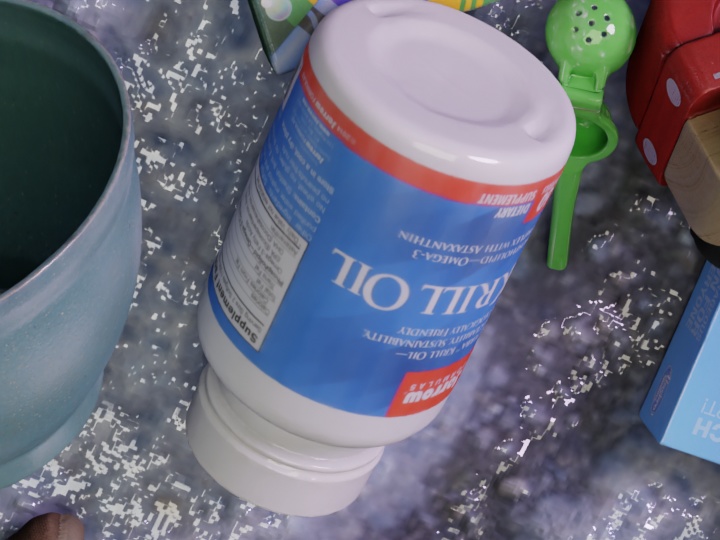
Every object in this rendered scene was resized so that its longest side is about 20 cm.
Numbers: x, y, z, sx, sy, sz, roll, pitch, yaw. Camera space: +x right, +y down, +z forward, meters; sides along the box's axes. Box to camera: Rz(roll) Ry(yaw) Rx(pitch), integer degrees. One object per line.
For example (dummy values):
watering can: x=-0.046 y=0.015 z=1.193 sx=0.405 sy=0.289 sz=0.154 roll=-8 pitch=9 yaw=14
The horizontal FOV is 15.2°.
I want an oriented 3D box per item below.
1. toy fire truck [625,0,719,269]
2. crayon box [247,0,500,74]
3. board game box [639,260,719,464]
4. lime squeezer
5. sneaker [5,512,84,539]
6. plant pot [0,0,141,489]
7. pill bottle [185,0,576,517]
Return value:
toy fire truck: x=0.183 y=-0.128 z=1.093 sx=0.176 sy=0.129 sz=0.200 roll=-19 pitch=67 yaw=-15
crayon box: x=-0.007 y=-0.194 z=1.078 sx=0.125 sy=0.052 sz=0.201 roll=-19 pitch=107 yaw=-2
board game box: x=0.243 y=0.033 z=1.184 sx=0.199 sy=0.040 sz=0.153 roll=18 pitch=103 yaw=-12
lime squeezer: x=0.088 y=-0.080 z=1.100 sx=0.038 sy=0.071 sz=0.201 roll=3 pitch=114 yaw=-9
sneaker: x=-0.189 y=0.182 z=1.155 sx=0.075 sy=0.070 sz=0.200 roll=28 pitch=100 yaw=-13
plant pot: x=-0.172 y=0.006 z=1.057 sx=0.200 sy=0.201 sz=0.134 roll=-17 pitch=134 yaw=-2
pill bottle: x=0.000 y=0.000 z=1.088 sx=0.112 sy=0.112 sz=0.200 roll=16 pitch=124 yaw=-12
